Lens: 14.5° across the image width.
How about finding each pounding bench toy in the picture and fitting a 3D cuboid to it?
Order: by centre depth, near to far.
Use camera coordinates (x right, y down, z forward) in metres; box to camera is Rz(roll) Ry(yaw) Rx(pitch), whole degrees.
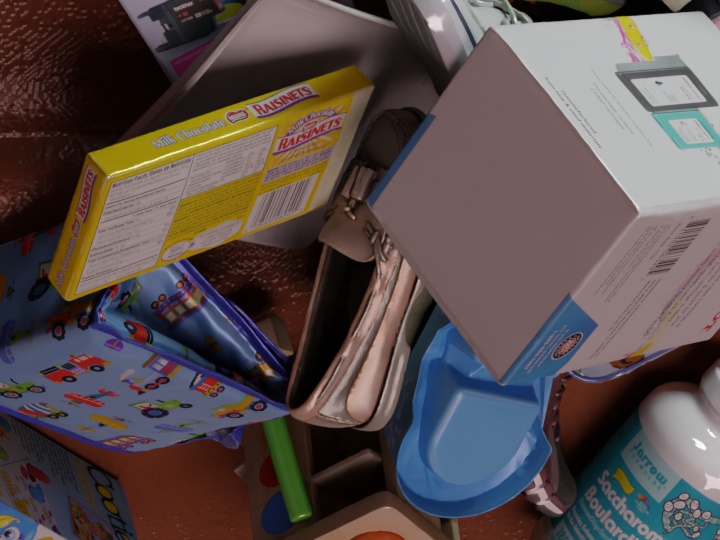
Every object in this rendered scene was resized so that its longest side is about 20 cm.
[{"bbox_3d":[-0.025,0.139,1.835,0.124,0.156,0.200,-27,135,22],"label":"pounding bench toy"}]

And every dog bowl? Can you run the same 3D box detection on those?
[{"bbox_3d":[0.083,0.060,1.763,0.111,0.050,0.201,13,114,-33],"label":"dog bowl"}]

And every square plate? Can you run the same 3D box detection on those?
[{"bbox_3d":[-0.046,-0.093,1.693,0.200,0.029,0.198,11,133,-46],"label":"square plate"}]

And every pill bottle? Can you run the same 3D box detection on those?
[{"bbox_3d":[0.216,0.155,1.994,0.111,0.111,0.200,20,119,-34],"label":"pill bottle"}]

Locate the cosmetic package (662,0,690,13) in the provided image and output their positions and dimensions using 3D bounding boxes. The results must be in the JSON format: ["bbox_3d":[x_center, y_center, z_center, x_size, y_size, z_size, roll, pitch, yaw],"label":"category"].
[{"bbox_3d":[0.219,-0.261,1.643,0.200,0.087,0.103,-39,134,13],"label":"cosmetic package"}]

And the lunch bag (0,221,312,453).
[{"bbox_3d":[-0.137,0.059,1.731,0.150,0.094,0.200,-18,139,37],"label":"lunch bag"}]

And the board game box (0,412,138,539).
[{"bbox_3d":[-0.245,0.161,1.819,0.103,0.105,0.200,-40,131,16],"label":"board game box"}]

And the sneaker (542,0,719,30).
[{"bbox_3d":[0.198,-0.145,1.751,0.199,0.070,0.082,-22,143,2],"label":"sneaker"}]

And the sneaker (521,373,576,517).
[{"bbox_3d":[0.133,0.082,1.923,0.115,0.076,0.200,-33,133,4],"label":"sneaker"}]

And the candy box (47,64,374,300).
[{"bbox_3d":[-0.084,-0.051,1.622,0.200,0.026,0.102,-21,146,-38],"label":"candy box"}]

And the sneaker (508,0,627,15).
[{"bbox_3d":[0.068,-0.188,1.665,0.199,0.078,0.090,20,128,-27],"label":"sneaker"}]

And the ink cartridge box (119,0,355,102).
[{"bbox_3d":[-0.094,-0.196,1.611,0.119,0.042,0.200,-28,132,3],"label":"ink cartridge box"}]

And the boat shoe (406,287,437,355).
[{"bbox_3d":[0.037,-0.010,1.766,0.201,0.061,0.072,-54,153,12],"label":"boat shoe"}]

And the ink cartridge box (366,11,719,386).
[{"bbox_3d":[0.141,-0.045,1.624,0.200,0.146,0.147,-9,144,-47],"label":"ink cartridge box"}]

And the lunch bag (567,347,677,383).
[{"bbox_3d":[0.180,-0.033,1.800,0.200,0.076,0.160,-32,104,18],"label":"lunch bag"}]

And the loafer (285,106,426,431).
[{"bbox_3d":[0.000,0.000,1.700,0.063,0.072,0.201,2,103,-33],"label":"loafer"}]

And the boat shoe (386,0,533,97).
[{"bbox_3d":[0.069,-0.132,1.642,0.067,0.074,0.200,-37,156,-3],"label":"boat shoe"}]
